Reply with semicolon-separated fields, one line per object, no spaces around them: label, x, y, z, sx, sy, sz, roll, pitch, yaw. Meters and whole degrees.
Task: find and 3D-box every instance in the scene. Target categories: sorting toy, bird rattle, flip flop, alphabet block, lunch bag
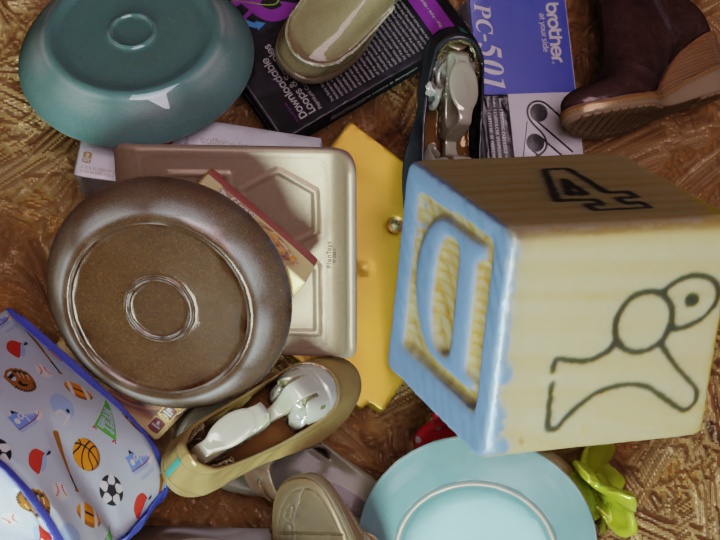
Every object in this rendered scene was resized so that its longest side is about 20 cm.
sorting toy;-0.100;-0.018;1.381;0.200;0.036;0.185;3;114;7
bird rattle;0.133;0.194;1.423;0.200;0.113;0.163;20;94;-4
flip flop;-0.061;0.168;1.406;0.200;0.058;0.081;30;78;-6
alphabet block;0.156;0.021;1.358;0.200;0.196;0.196;-3;113;-23
lunch bag;-0.261;0.152;1.298;0.200;0.170;0.124;37;118;3

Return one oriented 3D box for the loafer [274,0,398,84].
loafer;0.000;-0.244;1.437;0.076;0.067;0.200;36;72;7

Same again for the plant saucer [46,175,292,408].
plant saucer;-0.154;0.025;1.310;0.200;0.032;0.200;4;113;9

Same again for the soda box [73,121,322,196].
soda box;-0.135;-0.087;1.417;0.200;0.064;0.068;9;76;-1

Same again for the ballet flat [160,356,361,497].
ballet flat;-0.070;0.120;1.358;0.200;0.063;0.069;-32;74;-30

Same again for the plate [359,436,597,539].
plate;0.096;0.232;1.390;0.200;0.026;0.200;2;108;5

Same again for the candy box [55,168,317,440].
candy box;-0.143;0.029;1.357;0.115;0.055;0.200;41;114;-8

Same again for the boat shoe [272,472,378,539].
boat shoe;-0.015;0.244;1.374;0.071;0.065;0.200;-7;114;28

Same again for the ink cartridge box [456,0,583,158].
ink cartridge box;0.145;-0.143;1.506;0.094;0.044;0.200;-3;81;-13

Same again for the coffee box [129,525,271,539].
coffee box;-0.168;0.262;1.333;0.200;0.114;0.080;3;109;-10

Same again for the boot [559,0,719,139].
boot;0.229;-0.212;1.512;0.200;0.072;0.167;-17;76;-32

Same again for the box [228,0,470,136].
box;-0.025;-0.212;1.479;0.200;0.036;0.143;-31;77;-15

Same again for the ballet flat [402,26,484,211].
ballet flat;0.075;-0.110;1.430;0.073;0.073;0.200;5;89;-10

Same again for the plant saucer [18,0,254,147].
plant saucer;-0.190;-0.191;1.408;0.200;0.036;0.200;0;56;0

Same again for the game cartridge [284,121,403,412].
game cartridge;0.000;0.000;1.463;0.176;0.032;0.200;38;78;-3
